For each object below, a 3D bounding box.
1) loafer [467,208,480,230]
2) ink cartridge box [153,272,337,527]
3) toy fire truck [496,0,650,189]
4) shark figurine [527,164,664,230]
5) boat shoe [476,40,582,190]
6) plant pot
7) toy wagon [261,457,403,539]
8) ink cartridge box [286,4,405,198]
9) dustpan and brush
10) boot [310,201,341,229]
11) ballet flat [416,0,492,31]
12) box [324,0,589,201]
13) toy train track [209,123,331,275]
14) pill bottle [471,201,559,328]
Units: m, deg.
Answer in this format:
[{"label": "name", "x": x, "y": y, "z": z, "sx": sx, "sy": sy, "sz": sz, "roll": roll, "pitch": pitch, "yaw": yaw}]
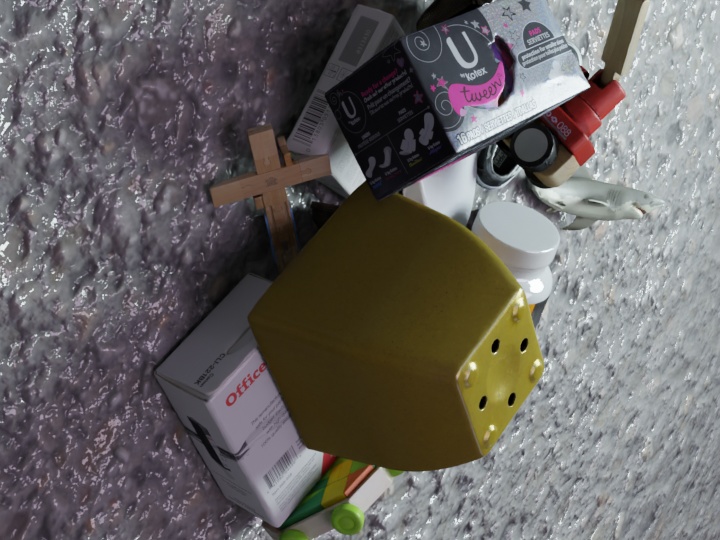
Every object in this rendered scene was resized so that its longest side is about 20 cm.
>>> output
[{"label": "loafer", "x": 0.159, "y": 0.009, "z": 1.598, "sx": 0.072, "sy": 0.062, "sz": 0.202, "roll": -70, "pitch": 160, "yaw": -53}, {"label": "ink cartridge box", "x": -0.094, "y": 0.126, "z": 1.314, "sx": 0.144, "sy": 0.083, "sz": 0.201, "roll": -47, "pitch": 138, "yaw": -26}, {"label": "toy fire truck", "x": 0.201, "y": -0.213, "z": 1.389, "sx": 0.200, "sy": 0.176, "sz": 0.129, "roll": -43, "pitch": 159, "yaw": 6}, {"label": "shark figurine", "x": 0.254, "y": -0.114, "z": 1.651, "sx": 0.213, "sy": 0.128, "sz": 0.090, "roll": 16, "pitch": 68, "yaw": -34}, {"label": "boat shoe", "x": 0.193, "y": -0.181, "z": 1.519, "sx": 0.073, "sy": 0.068, "sz": 0.200, "roll": 41, "pitch": 77, "yaw": -5}, {"label": "plant pot", "x": 0.052, "y": 0.068, "z": 1.242, "sx": 0.196, "sy": 0.199, "sz": 0.195, "roll": -49, "pitch": 138, "yaw": -28}, {"label": "toy wagon", "x": -0.011, "y": 0.207, "z": 1.366, "sx": 0.040, "sy": 0.199, "sz": 0.156, "roll": 51, "pitch": 27, "yaw": -18}, {"label": "ink cartridge box", "x": 0.009, "y": -0.150, "z": 1.362, "sx": 0.162, "sy": 0.050, "sz": 0.200, "roll": -64, "pitch": 158, "yaw": -8}, {"label": "dustpan and brush", "x": 0.081, "y": -0.052, "z": 1.479, "sx": 0.139, "sy": 0.057, "sz": 0.202, "roll": -36, "pitch": 125, "yaw": -51}, {"label": "boot", "x": 0.000, "y": 0.000, "z": 1.370, "sx": 0.200, "sy": 0.074, "sz": 0.098, "roll": 32, "pitch": 74, "yaw": -55}, {"label": "ballet flat", "x": 0.100, "y": -0.255, "z": 1.321, "sx": 0.067, "sy": 0.047, "sz": 0.200, "roll": -32, "pitch": 175, "yaw": -14}, {"label": "box", "x": 0.090, "y": -0.167, "z": 1.245, "sx": 0.199, "sy": 0.132, "sz": 0.116, "roll": -29, "pitch": 91, "yaw": -38}, {"label": "toy train track", "x": -0.081, "y": -0.062, "z": 1.281, "sx": 0.114, "sy": 0.033, "sz": 0.201, "roll": -16, "pitch": 134, "yaw": -6}, {"label": "pill bottle", "x": 0.145, "y": 0.033, "z": 1.494, "sx": 0.116, "sy": 0.116, "sz": 0.201, "roll": -21, "pitch": 139, "yaw": -43}]
